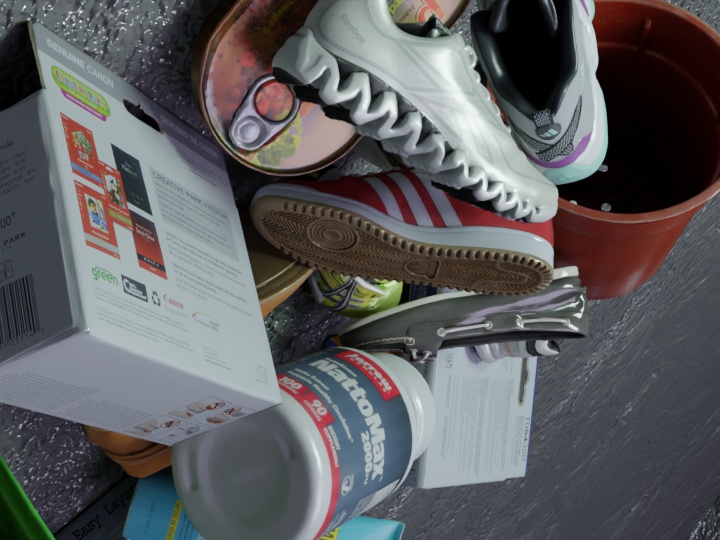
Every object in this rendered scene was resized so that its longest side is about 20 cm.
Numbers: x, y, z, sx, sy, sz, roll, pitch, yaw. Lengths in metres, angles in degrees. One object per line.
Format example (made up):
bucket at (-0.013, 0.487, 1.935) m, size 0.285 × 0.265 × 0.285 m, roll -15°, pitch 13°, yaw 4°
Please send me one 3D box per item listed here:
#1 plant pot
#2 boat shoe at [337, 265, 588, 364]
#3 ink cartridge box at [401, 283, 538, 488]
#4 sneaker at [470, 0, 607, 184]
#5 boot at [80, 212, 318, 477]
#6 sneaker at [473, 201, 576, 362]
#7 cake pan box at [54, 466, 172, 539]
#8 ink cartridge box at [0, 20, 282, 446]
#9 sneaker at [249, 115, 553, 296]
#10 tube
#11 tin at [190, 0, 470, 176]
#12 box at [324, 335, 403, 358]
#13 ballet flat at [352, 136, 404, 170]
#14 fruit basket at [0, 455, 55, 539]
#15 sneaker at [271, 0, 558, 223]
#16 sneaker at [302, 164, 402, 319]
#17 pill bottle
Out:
plant pot at (0.196, -0.083, 1.005) m, size 0.200 × 0.201 × 0.196 m, roll -40°, pitch 159°, yaw -15°
boat shoe at (0.083, 0.045, 0.967) m, size 0.198 × 0.058 × 0.067 m, roll -14°, pitch 170°, yaw -3°
ink cartridge box at (0.101, 0.093, 1.130) m, size 0.199 × 0.043 × 0.199 m, roll 10°, pitch 85°, yaw -58°
sneaker at (0.104, -0.166, 0.763) m, size 0.077 × 0.202 × 0.140 m, roll -17°, pitch 156°, yaw 13°
boot at (-0.103, 0.058, 0.857) m, size 0.200 × 0.077 × 0.156 m, roll -40°, pitch 152°, yaw -20°
sneaker at (0.172, 0.008, 1.124) m, size 0.201 × 0.079 × 0.074 m, roll -61°, pitch 137°, yaw -35°
cake pan box at (-0.155, 0.221, 1.015) m, size 0.200 × 0.052 × 0.185 m, roll -40°, pitch 149°, yaw -16°
ink cartridge box at (-0.139, -0.011, 0.682) m, size 0.083 × 0.177 × 0.200 m, roll -22°, pitch 157°, yaw 17°
sneaker at (0.031, -0.055, 0.815) m, size 0.071 × 0.198 × 0.113 m, roll 114°, pitch -14°, yaw -59°
tube at (-0.072, 0.197, 0.912) m, size 0.050 × 0.198 × 0.078 m, roll -97°, pitch -157°, yaw -78°
tin at (-0.014, -0.147, 0.719) m, size 0.112 × 0.042 × 0.200 m, roll 40°, pitch 92°, yaw -25°
box at (0.006, 0.109, 1.116) m, size 0.199 × 0.041 × 0.120 m, roll -3°, pitch 127°, yaw -51°
ballet flat at (0.013, -0.126, 0.806) m, size 0.069 × 0.069 × 0.200 m, roll -42°, pitch 151°, yaw -11°
fruit basket at (-0.236, 0.194, 0.705) m, size 0.155 × 0.215 × 0.217 m, roll -28°, pitch 146°, yaw -32°
sneaker at (0.048, -0.093, 0.708) m, size 0.199 × 0.075 × 0.082 m, roll 32°, pitch 88°, yaw -29°
sneaker at (0.000, 0.000, 0.932) m, size 0.075 × 0.076 × 0.200 m, roll -47°, pitch 154°, yaw -6°
pill bottle at (-0.029, 0.118, 0.872) m, size 0.200 × 0.119 × 0.120 m, roll -14°, pitch 138°, yaw -61°
